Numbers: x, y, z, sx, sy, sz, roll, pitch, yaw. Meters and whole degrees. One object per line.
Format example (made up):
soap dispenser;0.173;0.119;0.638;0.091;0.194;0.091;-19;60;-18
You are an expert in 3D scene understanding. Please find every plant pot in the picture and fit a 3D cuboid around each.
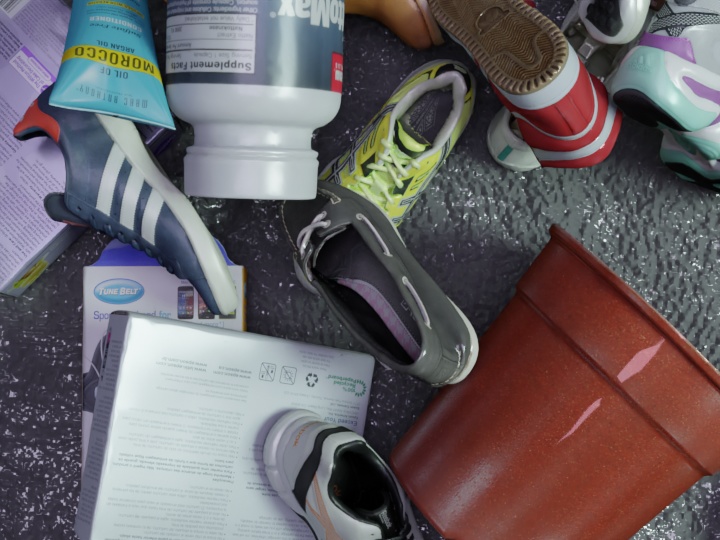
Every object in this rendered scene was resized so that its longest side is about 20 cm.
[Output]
plant pot;0.136;0.109;0.838;0.201;0.201;0.195;43;95;3

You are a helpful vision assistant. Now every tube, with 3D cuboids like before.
tube;-0.167;-0.149;0.830;0.077;0.201;0.051;5;124;-16

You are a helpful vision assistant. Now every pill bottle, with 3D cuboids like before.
pill bottle;-0.070;-0.150;0.828;0.118;0.120;0.202;2;95;0

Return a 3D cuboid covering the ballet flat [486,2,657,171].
ballet flat;0.166;-0.158;0.911;0.069;0.069;0.200;38;87;3

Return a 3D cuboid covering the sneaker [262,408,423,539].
sneaker;0.008;0.185;0.852;0.074;0.080;0.201;-45;114;-26

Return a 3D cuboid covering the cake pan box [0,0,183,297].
cake pan box;-0.263;-0.113;0.917;0.200;0.052;0.184;44;85;3

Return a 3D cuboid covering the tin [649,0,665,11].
tin;0.205;-0.244;0.906;0.199;0.042;0.112;25;49;2

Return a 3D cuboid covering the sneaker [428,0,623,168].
sneaker;0.115;-0.147;0.861;0.071;0.201;0.112;-34;131;13

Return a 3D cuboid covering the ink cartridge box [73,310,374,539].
ink cartridge box;-0.093;0.142;0.856;0.195;0.043;0.202;13;84;-32

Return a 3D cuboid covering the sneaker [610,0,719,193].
sneaker;0.255;-0.138;0.852;0.077;0.200;0.141;26;87;35

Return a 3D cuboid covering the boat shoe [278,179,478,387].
boat shoe;0.000;0.000;0.829;0.200;0.057;0.067;46;112;32

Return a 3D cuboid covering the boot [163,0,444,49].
boot;-0.049;-0.199;0.909;0.155;0.077;0.200;-42;89;-1

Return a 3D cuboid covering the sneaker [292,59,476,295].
sneaker;0.013;-0.072;0.899;0.075;0.076;0.201;32;89;1

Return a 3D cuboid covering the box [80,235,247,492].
box;-0.142;0.074;0.908;0.118;0.041;0.202;0;84;-1

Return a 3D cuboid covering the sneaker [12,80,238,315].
sneaker;-0.165;-0.040;0.860;0.084;0.075;0.201;-35;87;-6

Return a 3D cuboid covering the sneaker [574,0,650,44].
sneaker;0.193;-0.223;0.827;0.080;0.075;0.201;23;54;-10
